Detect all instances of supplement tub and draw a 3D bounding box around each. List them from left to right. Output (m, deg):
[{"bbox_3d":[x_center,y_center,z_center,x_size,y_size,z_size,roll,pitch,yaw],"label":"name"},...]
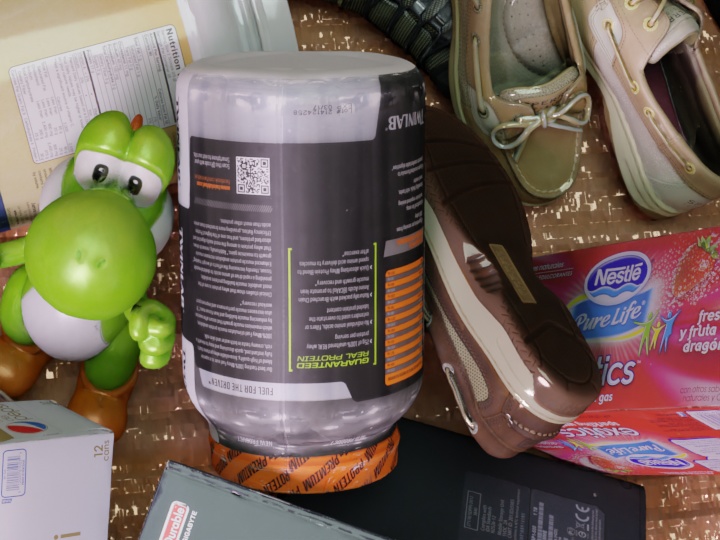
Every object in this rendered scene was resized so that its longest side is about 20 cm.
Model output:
[{"bbox_3d":[-0.141,-0.110,0.870,0.198,0.145,0.146,-17,78,-12],"label":"supplement tub"},{"bbox_3d":[-0.028,-0.002,0.794,0.121,0.123,0.203,-1,103,-8],"label":"supplement tub"}]

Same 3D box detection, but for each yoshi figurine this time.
[{"bbox_3d":[-0.141,0.013,0.799,0.111,0.201,0.113,-11,56,-29],"label":"yoshi figurine"}]

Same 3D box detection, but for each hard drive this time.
[{"bbox_3d":[0.051,0.143,0.849,0.198,0.033,0.140,16,39,-3],"label":"hard drive"}]

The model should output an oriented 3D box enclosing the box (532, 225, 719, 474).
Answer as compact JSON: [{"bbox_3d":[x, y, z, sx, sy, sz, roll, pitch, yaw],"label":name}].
[{"bbox_3d":[0.159,0.046,0.832,0.099,0.199,0.097,26,70,-29],"label":"box"}]

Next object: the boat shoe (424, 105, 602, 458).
[{"bbox_3d":[0.049,0.005,0.837,0.074,0.075,0.204,12,43,-36],"label":"boat shoe"}]

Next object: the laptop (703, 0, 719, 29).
[{"bbox_3d":[0.234,-0.088,0.900,0.102,0.177,0.202,-26,80,-15],"label":"laptop"}]

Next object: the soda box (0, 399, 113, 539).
[{"bbox_3d":[-0.167,0.169,0.782,0.063,0.068,0.203,-1,100,-38],"label":"soda box"}]

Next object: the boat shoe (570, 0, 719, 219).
[{"bbox_3d":[0.167,-0.131,0.933,0.074,0.066,0.202,-31,100,-37],"label":"boat shoe"}]

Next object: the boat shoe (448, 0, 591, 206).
[{"bbox_3d":[0.090,-0.125,0.896,0.072,0.063,0.203,-16,114,-15],"label":"boat shoe"}]

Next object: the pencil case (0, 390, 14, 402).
[{"bbox_3d":[-0.236,0.148,0.818,0.090,0.077,0.201,46,72,-32],"label":"pencil case"}]

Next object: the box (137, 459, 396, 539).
[{"bbox_3d":[-0.050,0.209,0.751,0.157,0.046,0.202,20,79,-2],"label":"box"}]

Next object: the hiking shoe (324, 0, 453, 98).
[{"bbox_3d":[0.039,-0.155,0.944,0.197,0.076,0.102,3,71,-8],"label":"hiking shoe"}]
